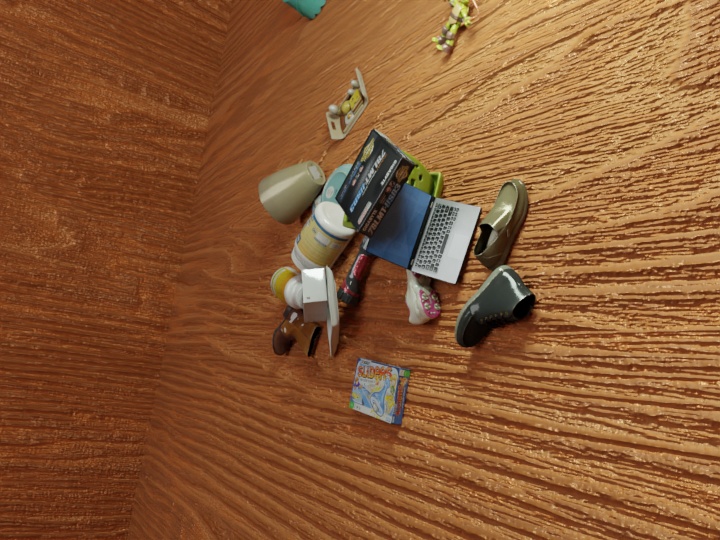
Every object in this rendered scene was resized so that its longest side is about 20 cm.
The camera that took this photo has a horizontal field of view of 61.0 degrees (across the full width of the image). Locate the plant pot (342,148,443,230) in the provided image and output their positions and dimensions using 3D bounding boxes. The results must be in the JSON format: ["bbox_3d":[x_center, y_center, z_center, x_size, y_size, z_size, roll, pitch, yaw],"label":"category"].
[{"bbox_3d":[0.091,-0.183,1.562,0.198,0.179,0.204,10,86,60],"label":"plant pot"}]

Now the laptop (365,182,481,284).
[{"bbox_3d":[0.147,-0.094,1.416,0.198,0.115,0.190,17,86,33],"label":"laptop"}]

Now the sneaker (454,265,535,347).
[{"bbox_3d":[0.271,0.097,1.258,0.202,0.074,0.107,-61,32,20],"label":"sneaker"}]

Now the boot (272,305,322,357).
[{"bbox_3d":[-0.204,0.230,2.002,0.199,0.068,0.190,34,100,50],"label":"boot"}]

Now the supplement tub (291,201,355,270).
[{"bbox_3d":[-0.117,-0.095,1.893,0.201,0.143,0.146,-53,38,32],"label":"supplement tub"}]

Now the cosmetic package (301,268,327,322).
[{"bbox_3d":[-0.137,0.077,1.806,0.200,0.070,0.103,101,164,-69],"label":"cosmetic package"}]

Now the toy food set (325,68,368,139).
[{"bbox_3d":[-0.049,-0.558,2.057,0.200,0.060,0.145,-49,40,37],"label":"toy food set"}]

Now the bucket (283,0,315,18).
[{"bbox_3d":[-0.224,-1.161,2.513,0.206,0.133,0.211,-29,54,49],"label":"bucket"}]

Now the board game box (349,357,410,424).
[{"bbox_3d":[0.046,0.306,1.572,0.199,0.034,0.138,0,77,58],"label":"board game box"}]

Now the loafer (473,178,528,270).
[{"bbox_3d":[0.298,-0.101,1.306,0.076,0.067,0.203,19,94,58],"label":"loafer"}]

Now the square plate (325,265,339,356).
[{"bbox_3d":[-0.083,0.121,1.791,0.201,0.028,0.201,96,169,-57],"label":"square plate"}]

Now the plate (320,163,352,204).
[{"bbox_3d":[-0.075,-0.253,1.978,0.199,0.025,0.204,-21,60,43],"label":"plate"}]

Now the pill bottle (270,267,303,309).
[{"bbox_3d":[-0.213,0.063,2.013,0.199,0.110,0.113,24,97,59],"label":"pill bottle"}]

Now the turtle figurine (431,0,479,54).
[{"bbox_3d":[0.250,-0.674,1.624,0.162,0.064,0.202,-60,42,37],"label":"turtle figurine"}]

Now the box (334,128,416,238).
[{"bbox_3d":[0.028,-0.209,1.444,0.202,0.049,0.199,-59,30,18],"label":"box"}]

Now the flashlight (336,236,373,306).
[{"bbox_3d":[0.000,0.000,1.750,0.202,0.067,0.068,-63,7,13],"label":"flashlight"}]

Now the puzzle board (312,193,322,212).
[{"bbox_3d":[-0.114,-0.213,2.060,0.199,0.017,0.153,-34,51,47],"label":"puzzle board"}]

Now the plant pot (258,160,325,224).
[{"bbox_3d":[-0.224,-0.291,2.138,0.199,0.186,0.190,-30,52,33],"label":"plant pot"}]

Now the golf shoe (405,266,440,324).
[{"bbox_3d":[0.136,0.039,1.506,0.092,0.074,0.203,-44,42,45],"label":"golf shoe"}]
